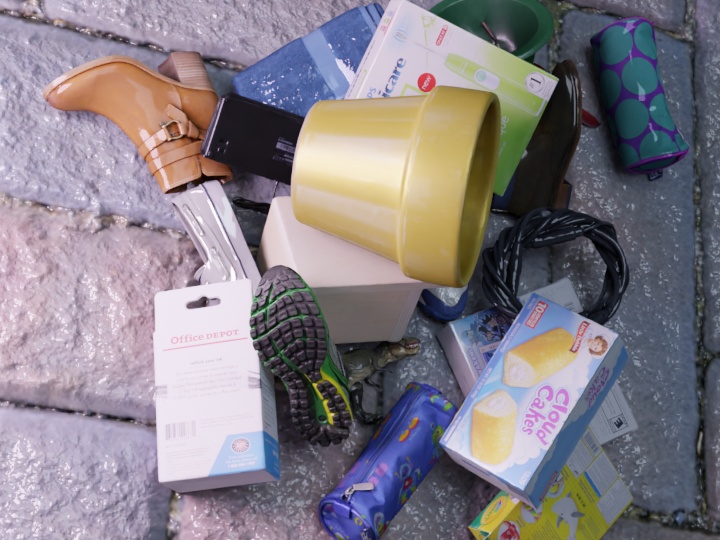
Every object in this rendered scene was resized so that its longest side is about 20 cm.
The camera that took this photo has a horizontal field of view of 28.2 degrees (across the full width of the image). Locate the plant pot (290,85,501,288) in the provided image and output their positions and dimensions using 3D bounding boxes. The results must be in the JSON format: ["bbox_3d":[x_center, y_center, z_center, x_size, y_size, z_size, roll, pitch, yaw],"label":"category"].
[{"bbox_3d":[0.035,-0.098,1.482,0.187,0.201,0.203,11,63,13],"label":"plant pot"}]

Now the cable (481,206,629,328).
[{"bbox_3d":[0.231,0.005,1.686,0.163,0.051,0.200,46,64,6],"label":"cable"}]

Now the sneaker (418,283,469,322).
[{"bbox_3d":[0.103,-0.044,1.672,0.074,0.088,0.202,8,69,-21],"label":"sneaker"}]

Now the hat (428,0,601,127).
[{"bbox_3d":[0.175,-0.235,1.815,0.199,0.177,0.166,22,53,32],"label":"hat"}]

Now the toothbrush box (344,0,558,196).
[{"bbox_3d":[0.096,-0.194,1.595,0.198,0.086,0.147,25,98,-11],"label":"toothbrush box"}]

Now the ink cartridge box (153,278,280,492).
[{"bbox_3d":[-0.149,0.120,1.485,0.114,0.067,0.202,-8,70,11],"label":"ink cartridge box"}]

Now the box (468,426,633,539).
[{"bbox_3d":[0.205,0.278,1.586,0.200,0.048,0.118,-43,111,-25],"label":"box"}]

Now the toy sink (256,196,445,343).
[{"bbox_3d":[0.000,0.000,1.580,0.198,0.113,0.131,-4,52,-21],"label":"toy sink"}]

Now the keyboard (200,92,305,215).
[{"bbox_3d":[-0.091,-0.115,1.613,0.198,0.021,0.128,17,95,-33],"label":"keyboard"}]

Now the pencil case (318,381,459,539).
[{"bbox_3d":[0.033,0.209,1.547,0.077,0.087,0.200,24,56,26],"label":"pencil case"}]

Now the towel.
[{"bbox_3d":[-0.044,-0.223,1.650,0.199,0.049,0.112,-29,79,1],"label":"towel"}]

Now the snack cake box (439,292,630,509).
[{"bbox_3d":[0.190,0.140,1.553,0.114,0.067,0.201,26,75,32],"label":"snack cake box"}]

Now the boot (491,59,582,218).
[{"bbox_3d":[0.210,-0.157,1.737,0.096,0.075,0.203,3,99,-13],"label":"boot"}]

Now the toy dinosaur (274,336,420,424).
[{"bbox_3d":[-0.020,0.129,1.581,0.198,0.048,0.089,-12,72,-22],"label":"toy dinosaur"}]

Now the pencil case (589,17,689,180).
[{"bbox_3d":[0.361,-0.224,1.851,0.091,0.085,0.202,-9,74,-9],"label":"pencil case"}]

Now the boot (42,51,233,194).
[{"bbox_3d":[-0.240,-0.156,1.581,0.198,0.074,0.156,-12,80,-24],"label":"boot"}]

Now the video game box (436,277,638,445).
[{"bbox_3d":[0.207,0.130,1.673,0.181,0.047,0.202,-18,78,-30],"label":"video game box"}]

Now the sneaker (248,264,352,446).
[{"bbox_3d":[-0.063,0.081,1.481,0.077,0.085,0.202,-13,118,6],"label":"sneaker"}]

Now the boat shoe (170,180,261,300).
[{"bbox_3d":[-0.149,0.001,1.560,0.065,0.072,0.202,-21,84,-13],"label":"boat shoe"}]
